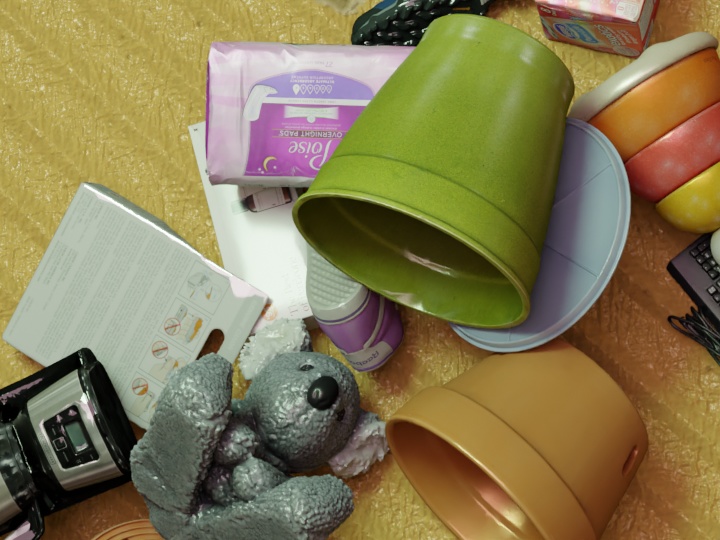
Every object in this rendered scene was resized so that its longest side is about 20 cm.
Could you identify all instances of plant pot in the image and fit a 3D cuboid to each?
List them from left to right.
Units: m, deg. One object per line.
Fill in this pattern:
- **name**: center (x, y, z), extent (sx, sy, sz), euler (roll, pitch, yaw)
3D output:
- **plant pot**: center (0.076, -0.088, 1.574), extent (0.199, 0.201, 0.194), euler (21, 71, 15)
- **plant pot**: center (0.137, 0.145, 1.621), extent (0.200, 0.200, 0.140), euler (40, 70, 16)

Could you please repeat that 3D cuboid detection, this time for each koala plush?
- **koala plush**: center (-0.074, 0.135, 1.654), extent (0.177, 0.184, 0.200), euler (45, 50, 1)

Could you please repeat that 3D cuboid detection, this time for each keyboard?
- **keyboard**: center (0.336, 0.053, 1.671), extent (0.104, 0.040, 0.200), euler (-39, 72, 0)

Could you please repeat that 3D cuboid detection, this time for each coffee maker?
- **coffee maker**: center (-0.296, 0.148, 1.693), extent (0.199, 0.192, 0.135), euler (-23, 118, -3)

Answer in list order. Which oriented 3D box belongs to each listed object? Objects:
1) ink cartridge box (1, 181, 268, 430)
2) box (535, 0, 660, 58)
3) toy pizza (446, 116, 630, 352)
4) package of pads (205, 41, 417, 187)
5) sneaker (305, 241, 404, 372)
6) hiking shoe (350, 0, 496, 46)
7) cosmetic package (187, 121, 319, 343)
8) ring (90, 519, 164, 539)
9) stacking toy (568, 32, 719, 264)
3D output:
- **ink cartridge box**: center (-0.194, 0.039, 1.761), extent (0.199, 0.047, 0.161), euler (30, 96, 11)
- **box**: center (0.223, -0.299, 1.740), extent (0.094, 0.103, 0.201), euler (14, 81, 13)
- **toy pizza**: center (0.140, -0.028, 1.628), extent (0.199, 0.032, 0.202), euler (-20, 59, 36)
- **package of pads**: center (-0.030, -0.129, 1.689), extent (0.198, 0.076, 0.122), euler (2, 94, 2)
- **sneaker**: center (-0.001, 0.000, 1.735), extent (0.072, 0.115, 0.201), euler (-12, 43, 21)
- **hiking shoe**: center (0.077, -0.255, 1.786), extent (0.199, 0.074, 0.087), euler (-29, 45, 9)
- **cosmetic package**: center (-0.087, -0.042, 1.768), extent (0.082, 0.051, 0.201), euler (-18, 74, 7)
- **ring**: center (-0.165, 0.304, 1.657), extent (0.019, 0.199, 0.202), euler (-33, 68, 47)
- **stacking toy**: center (0.275, -0.082, 1.663), extent (0.146, 0.146, 0.201), euler (-31, 82, 3)
